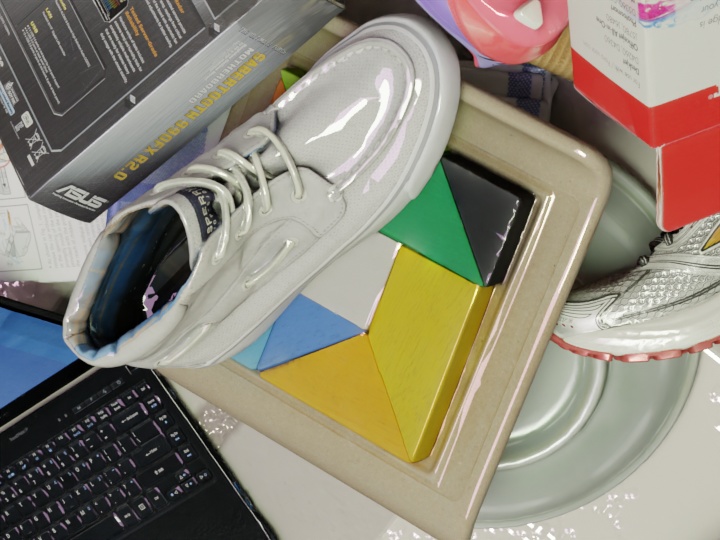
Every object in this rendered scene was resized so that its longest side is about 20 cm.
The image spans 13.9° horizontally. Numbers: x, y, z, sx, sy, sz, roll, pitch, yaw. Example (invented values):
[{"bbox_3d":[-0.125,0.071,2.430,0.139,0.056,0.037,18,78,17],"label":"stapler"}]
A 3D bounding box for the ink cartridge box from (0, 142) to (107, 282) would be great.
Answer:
[{"bbox_3d":[-0.134,-0.076,1.415,0.200,0.050,0.162,-3,109,25],"label":"ink cartridge box"}]

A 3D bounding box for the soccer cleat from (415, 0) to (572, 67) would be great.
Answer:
[{"bbox_3d":[0.012,-0.166,1.206,0.200,0.067,0.076,49,152,-6],"label":"soccer cleat"}]

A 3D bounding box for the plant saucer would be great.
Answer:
[{"bbox_3d":[0.059,0.034,1.347,0.200,0.050,0.200,0,110,0],"label":"plant saucer"}]

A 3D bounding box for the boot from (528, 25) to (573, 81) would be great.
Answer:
[{"bbox_3d":[0.144,-0.147,1.245,0.144,0.071,0.201,13,137,-10],"label":"boot"}]

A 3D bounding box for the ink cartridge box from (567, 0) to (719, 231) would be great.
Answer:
[{"bbox_3d":[0.144,-0.128,1.169,0.067,0.116,0.200,44,147,50],"label":"ink cartridge box"}]

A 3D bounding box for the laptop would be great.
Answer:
[{"bbox_3d":[-0.176,0.114,1.465,0.177,0.103,0.200,-32,96,27],"label":"laptop"}]

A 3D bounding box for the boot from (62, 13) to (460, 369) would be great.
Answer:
[{"bbox_3d":[-0.044,-0.028,1.246,0.074,0.096,0.200,48,115,18],"label":"boot"}]

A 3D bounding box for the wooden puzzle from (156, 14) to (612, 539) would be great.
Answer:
[{"bbox_3d":[0.000,0.000,1.296,0.185,0.037,0.200,29,113,25],"label":"wooden puzzle"}]

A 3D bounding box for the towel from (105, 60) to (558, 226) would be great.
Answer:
[{"bbox_3d":[-0.017,-0.038,1.360,0.200,0.024,0.147,7,109,-3],"label":"towel"}]

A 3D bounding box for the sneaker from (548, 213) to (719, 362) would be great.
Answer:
[{"bbox_3d":[0.165,-0.025,1.285,0.200,0.078,0.082,-28,101,0],"label":"sneaker"}]

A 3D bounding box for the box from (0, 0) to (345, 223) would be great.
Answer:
[{"bbox_3d":[-0.116,-0.147,1.313,0.158,0.048,0.200,-39,61,18],"label":"box"}]
